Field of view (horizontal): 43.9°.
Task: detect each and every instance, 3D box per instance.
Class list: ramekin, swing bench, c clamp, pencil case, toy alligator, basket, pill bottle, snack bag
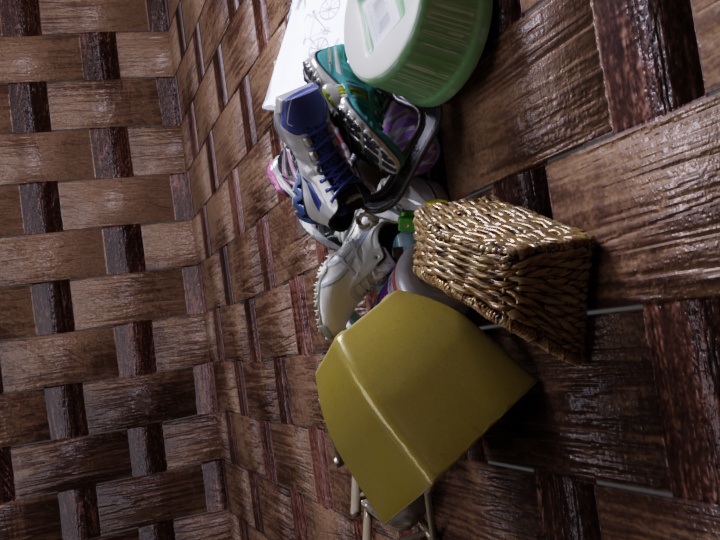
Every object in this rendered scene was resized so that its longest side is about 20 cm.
[{"bbox_3d":[0.062,-0.310,1.091,0.199,0.096,0.205,-13,74,56],"label":"ramekin"},{"bbox_3d":[0.028,0.302,1.345,0.201,0.127,0.203,81,172,-51],"label":"swing bench"},{"bbox_3d":[0.030,-0.178,1.189,0.169,0.027,0.203,24,88,39],"label":"c clamp"},{"bbox_3d":[0.045,-0.225,1.257,0.085,0.084,0.203,110,146,-48],"label":"pencil case"},{"bbox_3d":[0.092,-0.060,1.120,0.196,0.054,0.061,8,109,23],"label":"toy alligator"},{"bbox_3d":[0.139,0.018,0.966,0.199,0.140,0.153,32,127,56],"label":"basket"},{"bbox_3d":[0.076,0.053,1.218,0.201,0.110,0.115,118,140,-58],"label":"pill bottle"},{"bbox_3d":[-0.043,-0.299,1.254,0.197,0.021,0.193,9,79,34],"label":"snack bag"}]

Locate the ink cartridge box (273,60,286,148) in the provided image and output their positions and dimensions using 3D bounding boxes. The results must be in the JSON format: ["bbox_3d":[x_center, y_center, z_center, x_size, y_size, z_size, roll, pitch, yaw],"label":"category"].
[{"bbox_3d":[-0.075,-0.244,1.496,0.145,0.082,0.205,-4,-93,-76],"label":"ink cartridge box"}]

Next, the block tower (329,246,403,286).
[{"bbox_3d":[0.005,-0.007,1.374,0.199,0.057,0.055,-179,81,-69],"label":"block tower"}]

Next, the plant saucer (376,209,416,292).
[{"bbox_3d":[0.047,-0.035,1.382,0.199,0.035,0.205,174,90,-70],"label":"plant saucer"}]

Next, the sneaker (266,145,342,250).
[{"bbox_3d":[-0.061,-0.119,1.362,0.200,0.080,0.087,46,126,10],"label":"sneaker"}]

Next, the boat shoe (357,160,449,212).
[{"bbox_3d":[0.057,-0.110,1.266,0.201,0.068,0.072,52,142,44],"label":"boat shoe"}]

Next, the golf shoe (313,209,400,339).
[{"bbox_3d":[0.000,0.000,1.223,0.078,0.095,0.204,45,-123,-55],"label":"golf shoe"}]

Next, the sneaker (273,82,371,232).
[{"bbox_3d":[-0.038,-0.131,1.133,0.114,0.080,0.203,32,143,42],"label":"sneaker"}]

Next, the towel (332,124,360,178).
[{"bbox_3d":[-0.026,-0.160,1.343,0.147,0.029,0.202,-114,0,-56],"label":"towel"}]

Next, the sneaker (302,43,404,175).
[{"bbox_3d":[0.001,-0.213,1.146,0.202,0.079,0.078,56,168,16],"label":"sneaker"}]

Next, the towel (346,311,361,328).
[{"bbox_3d":[0.037,0.135,1.354,0.152,0.023,0.201,43,-170,-38],"label":"towel"}]

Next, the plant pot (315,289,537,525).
[{"bbox_3d":[0.054,0.148,1.086,0.200,0.194,0.195,47,150,11],"label":"plant pot"}]
